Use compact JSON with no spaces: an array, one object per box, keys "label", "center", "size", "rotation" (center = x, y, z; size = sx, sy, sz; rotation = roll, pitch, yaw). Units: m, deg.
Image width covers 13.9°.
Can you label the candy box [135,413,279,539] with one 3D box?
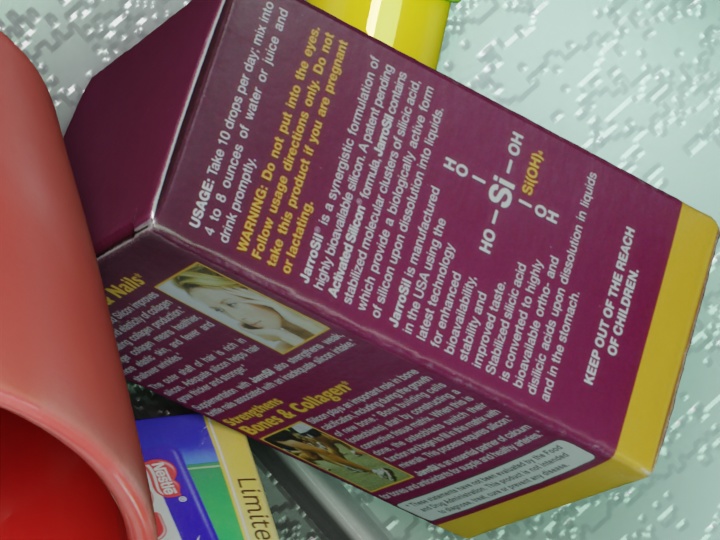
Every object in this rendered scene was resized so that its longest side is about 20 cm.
[{"label":"candy box","center":[-0.119,0.138,1.001],"size":[0.199,0.169,0.077],"rotation":[-4,131,-17]}]

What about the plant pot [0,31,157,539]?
[{"label":"plant pot","center":[-0.163,0.019,0.906],"size":[0.200,0.178,0.201],"rotation":[-3,140,-2]}]

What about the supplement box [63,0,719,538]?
[{"label":"supplement box","center":[0.000,0.000,1.019],"size":[0.200,0.131,0.103],"rotation":[27,65,-20]}]

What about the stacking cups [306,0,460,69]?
[{"label":"stacking cups","center":[0.019,-0.160,1.042],"size":[0.060,0.060,0.201],"rotation":[10,97,-18]}]
